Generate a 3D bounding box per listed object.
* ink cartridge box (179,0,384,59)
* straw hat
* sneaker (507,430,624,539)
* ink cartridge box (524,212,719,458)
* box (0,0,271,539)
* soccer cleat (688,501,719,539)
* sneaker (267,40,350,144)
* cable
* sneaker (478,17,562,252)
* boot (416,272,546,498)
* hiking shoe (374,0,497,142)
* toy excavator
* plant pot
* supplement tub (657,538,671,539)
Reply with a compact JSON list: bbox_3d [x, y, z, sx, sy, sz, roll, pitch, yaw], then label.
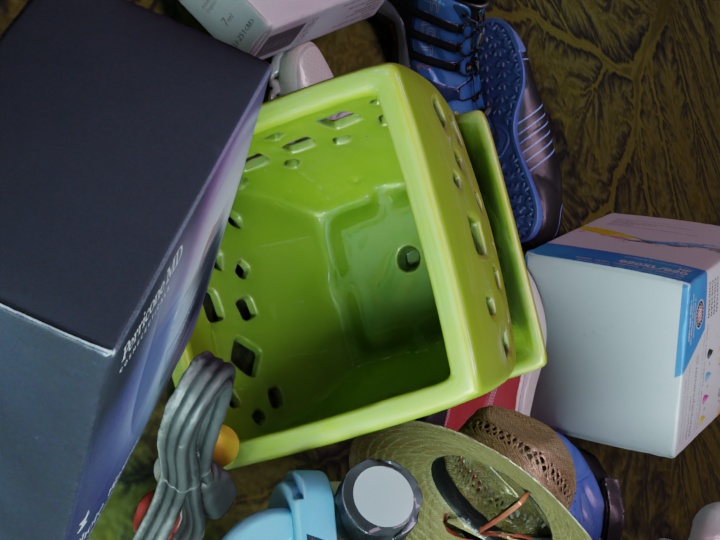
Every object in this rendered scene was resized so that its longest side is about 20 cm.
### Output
[{"bbox_3d":[-0.081,-0.238,1.090,0.174,0.044,0.200,46,33,6],"label":"ink cartridge box"},{"bbox_3d":[0.096,0.142,1.028,0.085,0.200,0.202,-51,119,-33],"label":"straw hat"},{"bbox_3d":[0.164,0.224,1.209,0.111,0.076,0.202,24,49,-38],"label":"sneaker"},{"bbox_3d":[0.236,0.046,1.301,0.199,0.143,0.149,-23,119,-57],"label":"ink cartridge box"},{"bbox_3d":[-0.142,0.010,0.715,0.122,0.199,0.201,22,45,0],"label":"box"},{"bbox_3d":[0.301,0.267,1.148,0.077,0.069,0.201,-31,90,-50],"label":"soccer cleat"},{"bbox_3d":[-0.002,-0.074,1.099,0.075,0.080,0.202,-29,99,-55],"label":"sneaker"},{"bbox_3d":[-0.099,0.101,0.796,0.097,0.050,0.200,-51,164,-19],"label":"cable"},{"bbox_3d":[0.131,-0.113,1.333,0.078,0.069,0.203,15,67,-62],"label":"sneaker"},{"bbox_3d":[0.071,0.053,1.162,0.144,0.072,0.202,36,51,-40],"label":"boot"},{"bbox_3d":[0.069,-0.183,1.247,0.201,0.086,0.074,62,34,-17],"label":"hiking shoe"},{"bbox_3d":[-0.067,0.203,0.832,0.197,0.100,0.197,3,60,-15],"label":"toy excavator"},{"bbox_3d":[0.000,0.000,0.969,0.181,0.198,0.201,-2,76,-62],"label":"plant pot"},{"bbox_3d":[0.178,0.297,1.063,0.200,0.144,0.145,-40,114,-13],"label":"supplement tub"}]
